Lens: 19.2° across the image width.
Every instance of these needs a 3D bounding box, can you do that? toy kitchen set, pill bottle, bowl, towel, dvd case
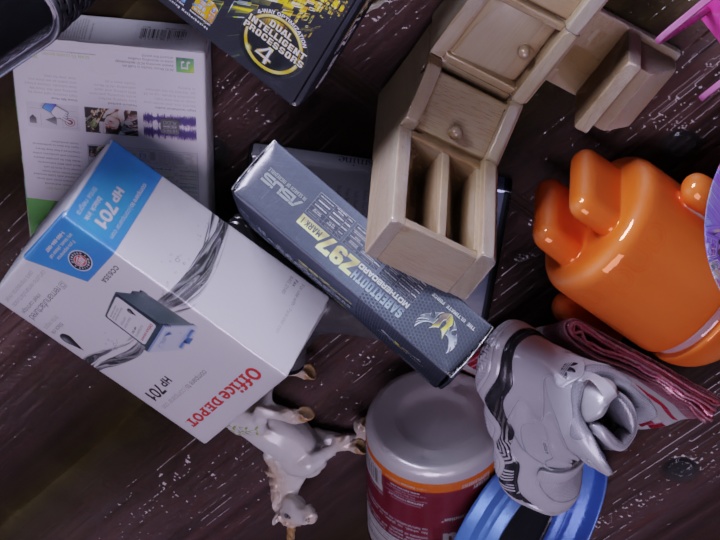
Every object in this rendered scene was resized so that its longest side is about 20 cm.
[{"bbox_3d":[0.125,-0.100,1.427,0.163,0.181,0.200,25,129,-16],"label":"toy kitchen set"},{"bbox_3d":[0.062,0.186,1.754,0.114,0.114,0.200,3,136,5],"label":"pill bottle"},{"bbox_3d":[0.131,0.223,1.738,0.039,0.201,0.201,29,141,27],"label":"bowl"},{"bbox_3d":[0.170,0.088,1.645,0.144,0.023,0.200,28,161,-16],"label":"towel"},{"bbox_3d":[0.009,-0.027,1.627,0.199,0.018,0.143,8,133,1],"label":"dvd case"}]

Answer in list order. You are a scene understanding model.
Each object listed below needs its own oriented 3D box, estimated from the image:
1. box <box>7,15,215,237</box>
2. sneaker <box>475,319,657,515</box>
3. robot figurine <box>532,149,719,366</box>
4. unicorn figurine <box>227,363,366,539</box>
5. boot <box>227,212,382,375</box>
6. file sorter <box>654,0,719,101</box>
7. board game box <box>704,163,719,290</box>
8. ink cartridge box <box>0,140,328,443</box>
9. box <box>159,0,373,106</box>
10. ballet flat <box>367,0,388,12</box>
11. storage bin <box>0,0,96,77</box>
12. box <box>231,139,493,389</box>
[{"bbox_3d":[-0.181,-0.099,1.575,0.144,0.036,0.200,6,133,3],"label":"box"},{"bbox_3d":[0.157,0.127,1.571,0.115,0.075,0.200,22,148,36],"label":"sneaker"},{"bbox_3d":[0.215,-0.004,1.552,0.200,0.117,0.144,33,90,-22],"label":"robot figurine"},{"bbox_3d":[-0.057,0.145,1.774,0.137,0.074,0.200,-22,113,38],"label":"unicorn figurine"},{"bbox_3d":[-0.030,0.037,1.645,0.199,0.070,0.132,25,136,0],"label":"boot"},{"bbox_3d":[0.306,-0.120,1.363,0.139,0.125,0.200,-39,87,35],"label":"file sorter"},{"bbox_3d":[0.342,-0.038,1.488,0.199,0.039,0.159,5,107,-16],"label":"board game box"},{"bbox_3d":[-0.147,0.019,1.564,0.200,0.086,0.146,37,142,-10],"label":"ink cartridge box"},{"bbox_3d":[-0.077,-0.226,1.382,0.200,0.049,0.161,39,130,3],"label":"box"},{"bbox_3d":[0.015,-0.215,1.412,0.200,0.073,0.073,-27,124,30],"label":"ballet flat"},{"bbox_3d":[-0.273,-0.195,1.422,0.200,0.094,0.135,-25,109,39],"label":"storage bin"},{"bbox_3d":[0.000,0.000,1.499,0.200,0.051,0.158,40,174,3],"label":"box"}]
